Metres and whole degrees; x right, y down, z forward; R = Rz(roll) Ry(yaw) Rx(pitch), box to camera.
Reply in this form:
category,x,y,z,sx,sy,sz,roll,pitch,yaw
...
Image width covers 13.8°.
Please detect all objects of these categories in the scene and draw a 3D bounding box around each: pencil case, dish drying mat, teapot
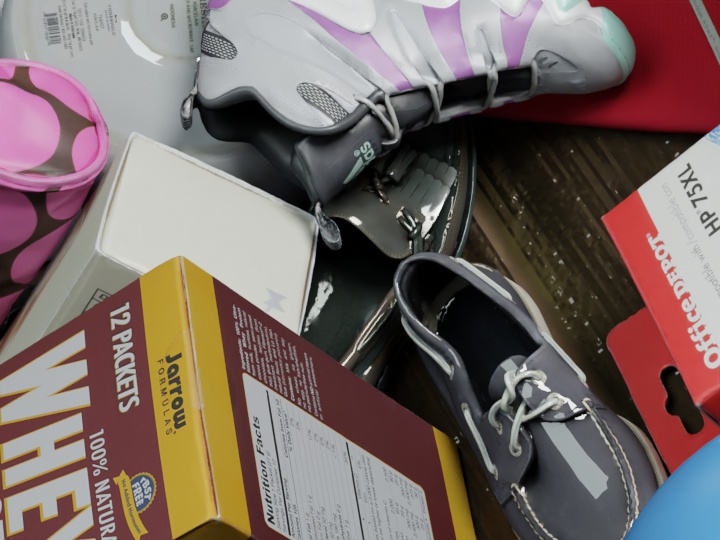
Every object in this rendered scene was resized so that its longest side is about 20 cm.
category,x,y,z,sx,sy,sz,roll,pitch,yaw
pencil case,-0.193,-0.016,1.377,0.200,0.093,0.091,-53,28,42
dish drying mat,0.113,-0.103,1.381,0.199,0.018,0.077,9,71,44
teapot,-0.083,-0.086,1.458,0.197,0.146,0.200,33,66,15

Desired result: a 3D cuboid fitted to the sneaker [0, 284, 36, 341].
category,x,y,z,sx,sy,sz,roll,pitch,yaw
sneaker,-0.191,0.094,1.481,0.111,0.077,0.201,-9,52,48

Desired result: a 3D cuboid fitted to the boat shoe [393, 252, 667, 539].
category,x,y,z,sx,sy,sz,roll,pitch,yaw
boat shoe,0.068,0.063,1.283,0.073,0.063,0.200,-44,43,13

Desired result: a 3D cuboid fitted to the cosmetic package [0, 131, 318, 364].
category,x,y,z,sx,sy,sz,roll,pitch,yaw
cosmetic package,-0.110,0.046,1.358,0.200,0.103,0.087,-52,18,39

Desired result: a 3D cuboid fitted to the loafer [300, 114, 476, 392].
category,x,y,z,sx,sy,sz,roll,pitch,yaw
loafer,0.000,0.000,1.372,0.072,0.063,0.201,18,79,17

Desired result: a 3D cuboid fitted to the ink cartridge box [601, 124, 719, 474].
category,x,y,z,sx,sy,sz,roll,pitch,yaw
ink cartridge box,0.180,-0.006,1.226,0.200,0.067,0.116,-39,45,16

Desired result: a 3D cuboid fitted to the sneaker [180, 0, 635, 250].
category,x,y,z,sx,sy,sz,roll,pitch,yaw
sneaker,0.016,-0.070,1.336,0.199,0.078,0.140,10,64,12

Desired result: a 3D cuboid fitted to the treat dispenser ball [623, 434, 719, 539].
category,x,y,z,sx,sy,sz,roll,pitch,yaw
treat dispenser ball,0.180,0.142,1.034,0.200,0.201,0.202,-22,52,30

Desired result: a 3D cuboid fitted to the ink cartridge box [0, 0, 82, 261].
category,x,y,z,sx,sy,sz,roll,pitch,yaw
ink cartridge box,-0.187,-0.125,1.566,0.084,0.144,0.201,-19,53,31

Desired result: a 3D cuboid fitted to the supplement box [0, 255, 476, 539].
category,x,y,z,sx,sy,sz,roll,pitch,yaw
supplement box,-0.082,0.130,1.272,0.197,0.200,0.133,-30,47,23
